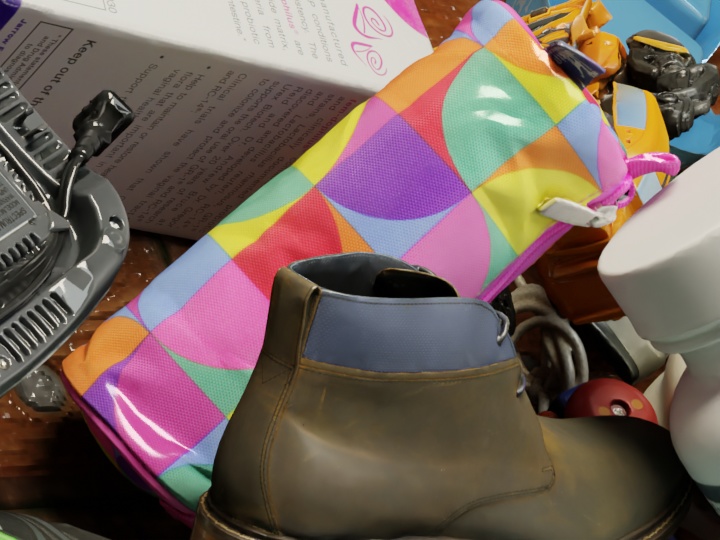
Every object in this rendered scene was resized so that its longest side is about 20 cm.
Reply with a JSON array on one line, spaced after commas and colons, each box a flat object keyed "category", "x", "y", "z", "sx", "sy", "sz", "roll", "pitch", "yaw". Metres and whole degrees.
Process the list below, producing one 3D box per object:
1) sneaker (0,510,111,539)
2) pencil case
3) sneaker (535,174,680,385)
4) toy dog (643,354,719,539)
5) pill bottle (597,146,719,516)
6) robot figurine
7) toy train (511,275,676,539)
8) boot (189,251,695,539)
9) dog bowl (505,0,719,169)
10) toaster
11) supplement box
[{"category": "sneaker", "x": -0.054, "y": 0.118, "z": 0.827, "sx": 0.200, "sy": 0.077, "sz": 0.084, "roll": 32, "pitch": 18, "yaw": 18}, {"category": "pencil case", "x": 0.000, "y": 0.000, "z": 0.929, "sx": 0.088, "sy": 0.200, "sz": 0.088, "roll": 50, "pitch": -2, "yaw": 2}, {"category": "sneaker", "x": 0.129, "y": -0.011, "z": 1.143, "sx": 0.077, "sy": 0.089, "sz": 0.200, "roll": 55, "pitch": 12, "yaw": -4}, {"category": "toy dog", "x": 0.184, "y": 0.080, "z": 1.065, "sx": 0.200, "sy": 0.194, "sz": 0.140, "roll": 32, "pitch": 46, "yaw": -36}, {"category": "pill bottle", "x": 0.168, "y": 0.052, "z": 0.917, "sx": 0.200, "sy": 0.120, "sz": 0.120, "roll": 54, "pitch": 34, "yaw": -11}, {"category": "robot figurine", "x": 0.059, "y": -0.037, "z": 1.063, "sx": 0.200, "sy": 0.145, "sz": 0.058, "roll": -80, "pitch": 148, "yaw": -58}, {"category": "toy train", "x": 0.040, "y": 0.075, "z": 1.018, "sx": 0.116, "sy": 0.085, "sz": 0.200, "roll": -6, "pitch": 53, "yaw": -30}, {"category": "boot", "x": 0.039, "y": 0.042, "z": 0.876, "sx": 0.200, "sy": 0.097, "sz": 0.075, "roll": -7, "pitch": 25, "yaw": -45}, {"category": "dog bowl", "x": 0.114, "y": -0.110, "z": 1.286, "sx": 0.111, "sy": 0.050, "sz": 0.200, "roll": 37, "pitch": 36, "yaw": -17}, {"category": "toaster", "x": -0.157, "y": 0.012, "z": 0.809, "sx": 0.114, "sy": 0.129, "sz": 0.200, "roll": 49, "pitch": 35, "yaw": -1}, {"category": "supplement box", "x": -0.081, "y": -0.084, "z": 1.005, "sx": 0.200, "sy": 0.103, "sz": 0.101, "roll": 10, "pitch": 49, "yaw": -40}]
